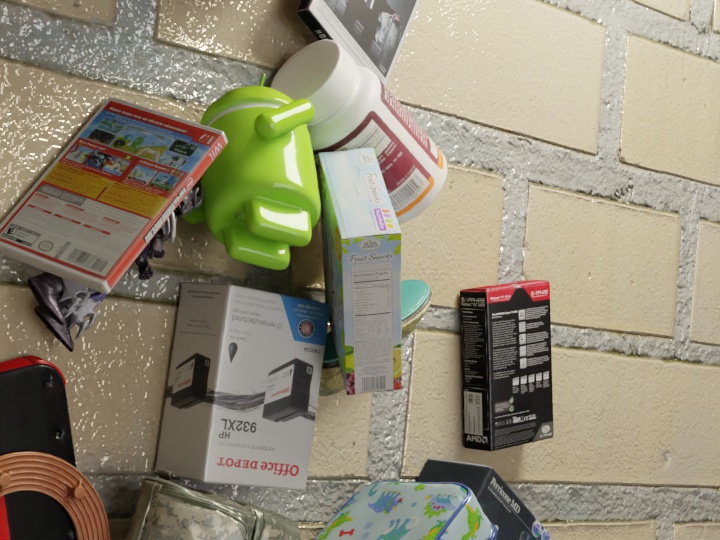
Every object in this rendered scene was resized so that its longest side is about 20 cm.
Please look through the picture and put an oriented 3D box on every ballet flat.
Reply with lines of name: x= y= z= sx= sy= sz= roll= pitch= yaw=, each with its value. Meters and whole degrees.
ballet flat: x=0.008 y=0.078 z=1.808 sx=0.200 sy=0.071 sz=0.071 roll=-35 pitch=115 yaw=-39

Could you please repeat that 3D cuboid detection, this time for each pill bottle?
pill bottle: x=-0.003 y=-0.149 z=1.746 sx=0.200 sy=0.114 sz=0.114 roll=46 pitch=61 yaw=-35

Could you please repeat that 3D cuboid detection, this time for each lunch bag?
lunch bag: x=-0.174 y=0.311 z=1.575 sx=0.168 sy=0.139 sz=0.201 roll=28 pitch=75 yaw=-40
lunch bag: x=0.036 y=0.307 z=1.741 sx=0.161 sy=0.200 sz=0.083 roll=-47 pitch=115 yaw=-35

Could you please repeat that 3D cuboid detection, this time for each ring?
ring: x=-0.314 y=0.269 z=1.483 sx=0.200 sy=0.019 sz=0.201 roll=-5 pitch=97 yaw=-42

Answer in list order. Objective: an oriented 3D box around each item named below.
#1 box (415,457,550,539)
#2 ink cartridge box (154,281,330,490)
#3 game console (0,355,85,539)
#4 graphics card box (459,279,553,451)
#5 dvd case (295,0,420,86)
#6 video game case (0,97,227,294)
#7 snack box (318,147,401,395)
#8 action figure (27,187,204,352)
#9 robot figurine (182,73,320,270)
box: x=0.110 y=0.347 z=1.882 sx=0.148 sy=0.107 sz=0.200 roll=49 pitch=58 yaw=-33
ink cartridge box: x=-0.120 y=0.122 z=1.660 sx=0.145 sy=0.084 sz=0.201 roll=13 pitch=83 yaw=-44
game console: x=-0.342 y=0.190 z=1.486 sx=0.177 sy=0.031 sz=0.201 roll=-14 pitch=101 yaw=-40
graphics card box: x=0.182 y=0.116 z=1.984 sx=0.125 sy=0.051 sz=0.201 roll=-7 pitch=95 yaw=-45
dvd case: x=0.007 y=-0.313 z=1.790 sx=0.150 sy=0.025 sz=0.200 roll=47 pitch=52 yaw=-38
video game case: x=-0.236 y=-0.074 z=1.502 sx=0.200 sy=0.143 sz=0.017 roll=-55 pitch=149 yaw=-28
snack box: x=0.000 y=0.000 z=1.676 sx=0.067 sy=0.169 sz=0.200 roll=-7 pitch=127 yaw=-6
action figure: x=-0.224 y=-0.017 z=1.540 sx=0.200 sy=0.130 sz=0.069 roll=-42 pitch=83 yaw=-20
robot figurine: x=-0.103 y=-0.100 z=1.612 sx=0.115 sy=0.175 sz=0.200 roll=13 pitch=50 yaw=-29
